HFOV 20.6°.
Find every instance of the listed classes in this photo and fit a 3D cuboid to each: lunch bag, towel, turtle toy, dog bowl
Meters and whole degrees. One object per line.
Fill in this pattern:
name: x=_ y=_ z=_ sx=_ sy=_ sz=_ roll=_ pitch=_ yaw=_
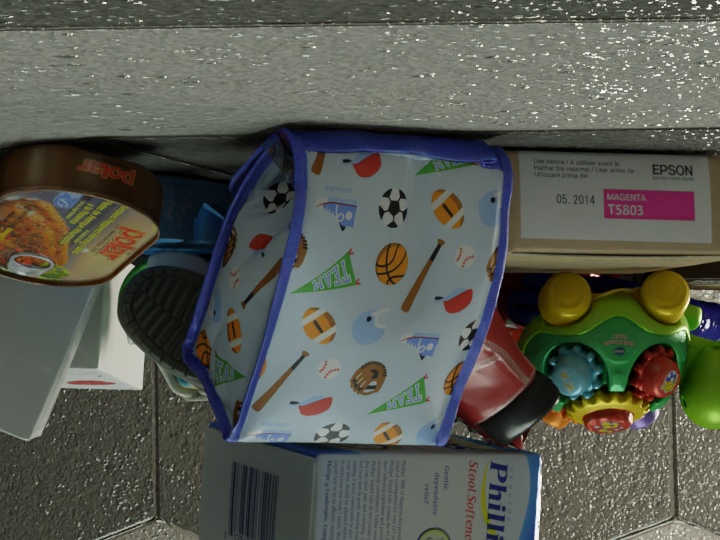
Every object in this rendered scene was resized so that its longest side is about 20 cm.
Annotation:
lunch bag: x=-0.004 y=0.001 z=1.270 sx=0.169 sy=0.201 sz=0.124 roll=1 pitch=-147 yaw=-30
towel: x=0.237 y=0.035 z=1.667 sx=0.199 sy=0.050 sz=0.147 roll=13 pitch=168 yaw=-40
turtle toy: x=0.208 y=0.071 z=1.508 sx=0.198 sy=0.102 sz=0.146 roll=0 pitch=157 yaw=-4
dog bowl: x=-0.153 y=-0.042 z=1.506 sx=0.111 sy=0.050 sz=0.200 roll=-3 pitch=176 yaw=28

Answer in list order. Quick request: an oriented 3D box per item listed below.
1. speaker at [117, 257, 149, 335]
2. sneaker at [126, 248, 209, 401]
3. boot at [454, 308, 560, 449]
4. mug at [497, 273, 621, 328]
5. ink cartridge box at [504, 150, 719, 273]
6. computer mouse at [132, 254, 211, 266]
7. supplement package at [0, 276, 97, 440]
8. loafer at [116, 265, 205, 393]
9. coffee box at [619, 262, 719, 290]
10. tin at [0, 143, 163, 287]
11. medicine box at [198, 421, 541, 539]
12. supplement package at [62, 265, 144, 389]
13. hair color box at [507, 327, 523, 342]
speaker: x=-0.150 y=0.035 z=1.683 sx=0.088 sy=0.089 sz=0.200 roll=-1 pitch=174 yaw=5
sneaker: x=-0.106 y=0.074 z=1.544 sx=0.076 sy=0.081 sz=0.200 roll=-17 pitch=131 yaw=43
boot: x=0.047 y=0.091 z=1.476 sx=0.199 sy=0.145 sz=0.073 roll=-22 pitch=-155 yaw=42
mug: x=0.134 y=0.015 z=1.763 sx=0.198 sy=0.135 sz=0.178 roll=-5 pitch=-154 yaw=-8
ink cartridge box: x=0.150 y=-0.039 z=1.426 sx=0.198 sy=0.076 sz=0.165 roll=1 pitch=175 yaw=-20
computer mouse: x=-0.152 y=-0.026 z=1.743 sx=0.138 sy=0.053 sz=0.199 roll=0 pitch=176 yaw=-38
supplement package: x=-0.301 y=0.038 z=1.590 sx=0.151 sy=0.152 sz=0.200 roll=23 pitch=174 yaw=-5
loafer: x=-0.088 y=0.069 z=1.423 sx=0.199 sy=0.075 sz=0.070 roll=32 pitch=162 yaw=11
coffee box: x=0.285 y=-0.027 z=1.640 sx=0.113 sy=0.081 sz=0.200 roll=0 pitch=177 yaw=-2
tin: x=-0.200 y=-0.034 z=1.328 sx=0.111 sy=0.042 sz=0.200 roll=19 pitch=157 yaw=-20
medicine box: x=0.005 y=0.176 z=1.496 sx=0.199 sy=0.104 sz=0.182 roll=3 pitch=-178 yaw=-31
supplement package: x=-0.275 y=0.043 z=1.845 sx=0.120 sy=0.121 sz=0.200 roll=1 pitch=172 yaw=6
hair color box: x=0.142 y=0.088 z=1.684 sx=0.198 sy=0.065 sz=0.111 roll=6 pitch=169 yaw=-18
